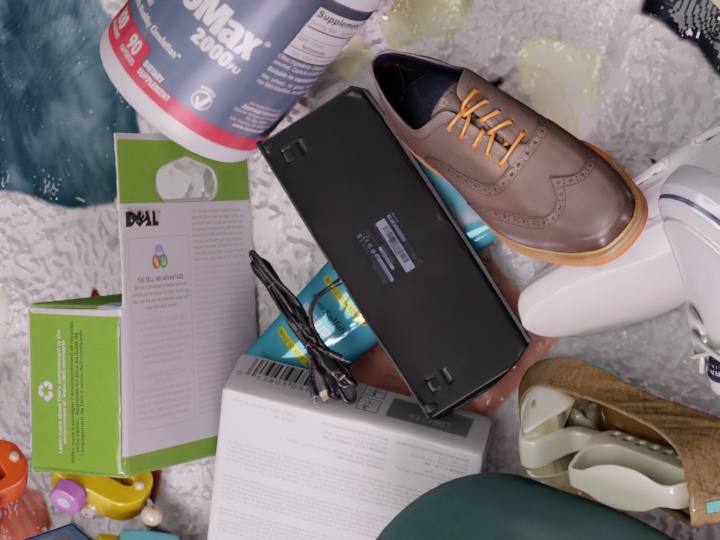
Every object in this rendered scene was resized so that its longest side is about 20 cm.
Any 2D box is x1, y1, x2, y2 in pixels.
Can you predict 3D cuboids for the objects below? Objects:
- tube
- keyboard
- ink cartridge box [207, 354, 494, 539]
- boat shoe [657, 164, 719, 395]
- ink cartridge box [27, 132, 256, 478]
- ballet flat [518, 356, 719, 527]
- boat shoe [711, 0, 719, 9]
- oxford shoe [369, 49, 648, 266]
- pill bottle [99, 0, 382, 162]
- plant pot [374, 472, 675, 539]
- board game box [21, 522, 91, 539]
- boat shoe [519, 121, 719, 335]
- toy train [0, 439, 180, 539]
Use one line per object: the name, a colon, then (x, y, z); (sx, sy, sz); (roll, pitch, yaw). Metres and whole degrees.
tube: (0.012, 0.002, 1.044); (0.077, 0.050, 0.200); (47, 107, 9)
keyboard: (0.000, 0.000, 1.009); (0.127, 0.021, 0.200); (-31, 76, -2)
ink cartridge box: (-0.014, 0.163, 1.052); (0.162, 0.057, 0.200); (14, 121, 9)
boat shoe: (0.203, 0.037, 0.865); (0.067, 0.200, 0.074); (-47, 25, -13)
ink cartridge box: (-0.133, 0.017, 1.062); (0.076, 0.148, 0.201); (0, 93, 30)
ballet flat: (0.132, 0.095, 0.922); (0.200, 0.072, 0.068); (21, 126, 52)
boat shoe: (0.217, -0.159, 0.900); (0.201, 0.074, 0.063); (44, 120, 23)
oxford shoe: (0.073, -0.064, 0.938); (0.200, 0.073, 0.071); (34, 87, 43)
pill bottle: (-0.054, -0.174, 1.021); (0.120, 0.120, 0.200); (49, 113, 17)
plant pot: (0.110, 0.214, 0.884); (0.161, 0.200, 0.201); (2, 95, 57)
board game box: (-0.169, 0.248, 1.096); (0.200, 0.151, 0.037); (35, 110, 22)
boat shoe: (0.167, -0.032, 0.938); (0.200, 0.072, 0.069); (-37, 49, 34)
toy train: (-0.194, 0.179, 1.116); (0.200, 0.150, 0.056); (47, 142, 24)
